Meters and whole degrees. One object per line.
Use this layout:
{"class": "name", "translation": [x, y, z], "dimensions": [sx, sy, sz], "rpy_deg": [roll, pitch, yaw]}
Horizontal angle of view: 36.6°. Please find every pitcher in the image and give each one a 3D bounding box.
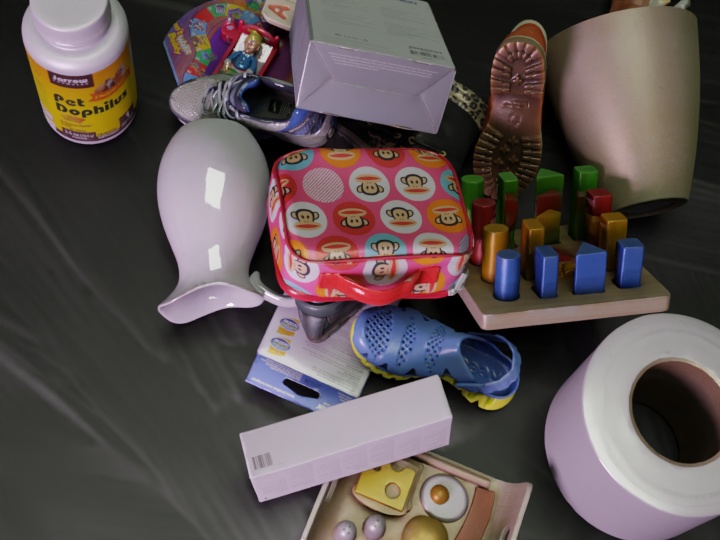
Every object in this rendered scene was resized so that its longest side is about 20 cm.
{"class": "pitcher", "translation": [-0.130, -0.053, 1.153], "dimensions": [0.169, 0.121, 0.202], "rpy_deg": [-1, 70, -6]}

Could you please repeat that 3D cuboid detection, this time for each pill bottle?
{"class": "pill bottle", "translation": [-0.298, -0.228, 1.162], "dimensions": [0.108, 0.200, 0.111], "rpy_deg": [2, 66, -6]}

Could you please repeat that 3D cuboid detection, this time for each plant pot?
{"class": "plant pot", "translation": [0.309, -0.167, 1.241], "dimensions": [0.185, 0.187, 0.203], "rpy_deg": [-7, 80, -10]}

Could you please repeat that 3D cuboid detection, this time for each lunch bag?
{"class": "lunch bag", "translation": [0.011, -0.038, 1.075], "dimensions": [0.197, 0.082, 0.177], "rpy_deg": [-1, 49, -13]}

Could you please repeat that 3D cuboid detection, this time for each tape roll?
{"class": "tape roll", "translation": [0.300, 0.162, 1.105], "dimensions": [0.200, 0.139, 0.205], "rpy_deg": [2, 66, -5]}

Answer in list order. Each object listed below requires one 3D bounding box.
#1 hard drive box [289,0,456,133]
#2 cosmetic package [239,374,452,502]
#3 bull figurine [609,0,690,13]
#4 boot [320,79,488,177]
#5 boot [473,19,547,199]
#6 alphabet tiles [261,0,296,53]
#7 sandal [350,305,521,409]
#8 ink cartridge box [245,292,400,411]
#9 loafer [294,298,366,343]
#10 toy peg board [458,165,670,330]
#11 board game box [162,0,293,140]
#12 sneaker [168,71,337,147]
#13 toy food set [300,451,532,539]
{"class": "hard drive box", "translation": [0.007, -0.237, 1.174], "dimensions": [0.154, 0.077, 0.201], "rpy_deg": [9, 32, -11]}
{"class": "cosmetic package", "translation": [-0.013, 0.162, 1.053], "dimensions": [0.198, 0.083, 0.051], "rpy_deg": [-16, 61, -7]}
{"class": "bull figurine", "translation": [0.362, -0.357, 1.367], "dimensions": [0.120, 0.065, 0.202], "rpy_deg": [1, 70, 30]}
{"class": "boot", "translation": [0.043, -0.167, 1.251], "dimensions": [0.199, 0.073, 0.151], "rpy_deg": [27, 60, 15]}
{"class": "boot", "translation": [0.177, -0.181, 1.231], "dimensions": [0.074, 0.202, 0.108], "rpy_deg": [12, 34, 6]}
{"class": "alphabet tiles", "translation": [-0.014, -0.313, 1.315], "dimensions": [0.194, 0.015, 0.202], "rpy_deg": [21, 57, -6]}
{"class": "sandal", "translation": [0.087, 0.081, 1.121], "dimensions": [0.198, 0.087, 0.080], "rpy_deg": [16, 69, -14]}
{"class": "ink cartridge box", "translation": [-0.032, 0.059, 1.161], "dimensions": [0.118, 0.042, 0.201], "rpy_deg": [23, 63, 2]}
{"class": "loafer", "translation": [0.000, 0.000, 1.143], "dimensions": [0.071, 0.063, 0.200], "rpy_deg": [27, 47, 27]}
{"class": "toy peg board", "translation": [0.194, -0.035, 1.139], "dimensions": [0.197, 0.099, 0.200], "rpy_deg": [-6, 25, -9]}
{"class": "board game box", "translation": [-0.141, -0.249, 1.278], "dimensions": [0.156, 0.039, 0.202], "rpy_deg": [-16, 69, -14]}
{"class": "sneaker", "translation": [-0.127, -0.188, 1.191], "dimensions": [0.198, 0.085, 0.078], "rpy_deg": [7, 83, 19]}
{"class": "toy food set", "translation": [0.057, 0.242, 1.081], "dimensions": [0.198, 0.061, 0.145], "rpy_deg": [22, 66, 3]}
